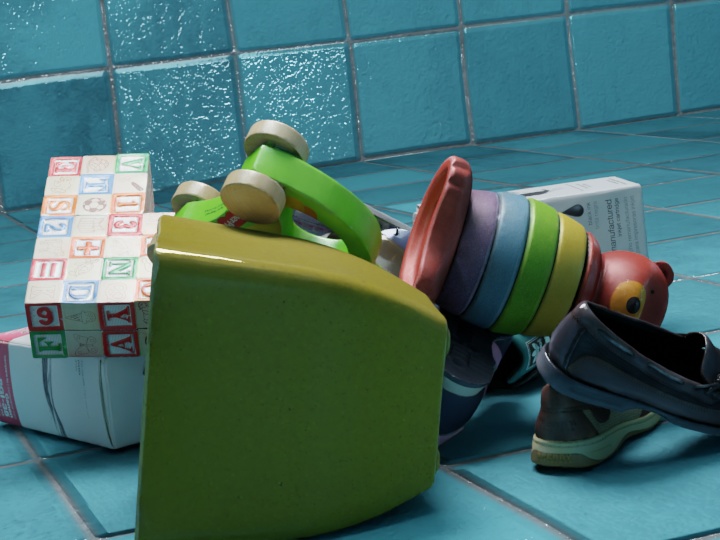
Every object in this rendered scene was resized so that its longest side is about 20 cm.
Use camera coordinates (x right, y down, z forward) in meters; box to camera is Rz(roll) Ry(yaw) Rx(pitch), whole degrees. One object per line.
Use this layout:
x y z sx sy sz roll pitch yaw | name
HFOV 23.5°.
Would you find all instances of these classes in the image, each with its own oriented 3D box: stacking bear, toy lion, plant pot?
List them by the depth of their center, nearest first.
-0.047 0.075 1.178 0.199 0.195 0.196 4 8 -7 | plant pot
0.138 0.003 1.314 0.199 0.122 0.114 18 -2 -6 | stacking bear
-0.051 -0.008 1.326 0.191 0.069 0.200 33 -34 -17 | toy lion

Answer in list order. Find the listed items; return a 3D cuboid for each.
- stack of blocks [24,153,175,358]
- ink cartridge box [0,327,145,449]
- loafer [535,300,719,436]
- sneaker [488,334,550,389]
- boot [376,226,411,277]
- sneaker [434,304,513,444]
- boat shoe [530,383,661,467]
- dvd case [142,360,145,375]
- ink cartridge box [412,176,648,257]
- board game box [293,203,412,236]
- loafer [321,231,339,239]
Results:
-0.206 -0.015 1.429 0.115 0.059 0.200 -2 39 -2 | stack of blocks
-0.211 0.089 1.495 0.146 0.083 0.200 -13 11 -37 | ink cartridge box
0.221 0.068 1.210 0.200 0.063 0.072 12 29 -24 | loafer
0.146 0.064 1.473 0.199 0.072 0.080 -14 15 -14 | sneaker
0.000 0.000 1.462 0.200 0.075 0.097 36 57 17 | boot
0.069 0.075 1.349 0.070 0.082 0.200 30 20 6 | sneaker
0.175 0.086 1.279 0.072 0.072 0.200 -1 10 28 | boat shoe
-0.057 0.086 1.387 0.150 0.025 0.200 29 24 22 | dvd case
0.159 0.000 1.596 0.199 0.145 0.084 -9 9 -8 | ink cartridge box
0.010 -0.020 1.707 0.200 0.026 0.200 26 -13 -29 | board game box
-0.033 -0.005 1.627 0.199 0.070 0.070 10 26 22 | loafer
